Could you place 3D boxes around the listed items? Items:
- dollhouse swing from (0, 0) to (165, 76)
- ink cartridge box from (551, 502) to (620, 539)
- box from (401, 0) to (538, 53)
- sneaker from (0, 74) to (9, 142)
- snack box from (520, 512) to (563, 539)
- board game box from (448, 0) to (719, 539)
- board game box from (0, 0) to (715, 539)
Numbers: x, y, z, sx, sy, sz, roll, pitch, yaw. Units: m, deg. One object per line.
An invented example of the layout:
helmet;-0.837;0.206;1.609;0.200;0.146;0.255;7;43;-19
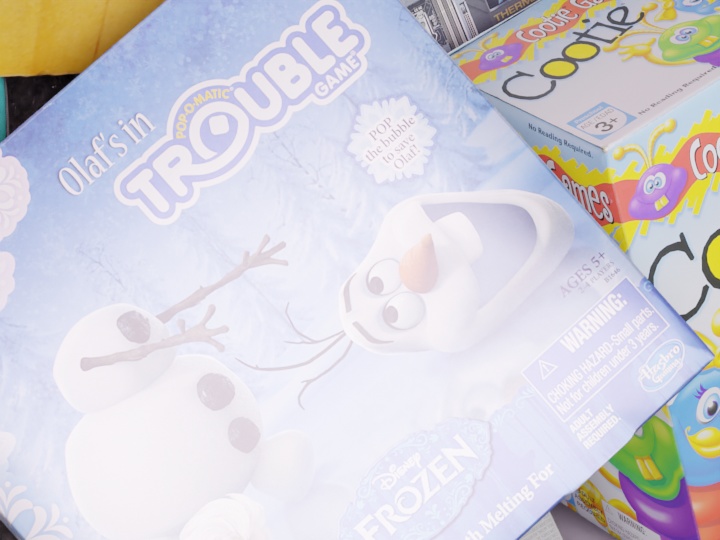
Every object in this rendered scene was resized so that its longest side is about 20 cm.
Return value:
dollhouse swing;-0.099;-0.188;0.875;0.200;0.176;0.182;-6;129;-35
ink cartridge box;0.149;0.171;1.084;0.146;0.083;0.200;-33;114;-22
box;0.065;-0.096;1.012;0.200;0.051;0.158;-32;113;-22
sneaker;-0.172;-0.014;0.869;0.121;0.084;0.200;21;86;-22
snack box;-0.010;0.102;0.922;0.200;0.037;0.116;-22;87;-48
board game box;0.116;0.000;0.969;0.105;0.103;0.200;-32;125;-21
board game box;-0.029;0.020;0.830;0.200;0.043;0.199;-42;89;-8
